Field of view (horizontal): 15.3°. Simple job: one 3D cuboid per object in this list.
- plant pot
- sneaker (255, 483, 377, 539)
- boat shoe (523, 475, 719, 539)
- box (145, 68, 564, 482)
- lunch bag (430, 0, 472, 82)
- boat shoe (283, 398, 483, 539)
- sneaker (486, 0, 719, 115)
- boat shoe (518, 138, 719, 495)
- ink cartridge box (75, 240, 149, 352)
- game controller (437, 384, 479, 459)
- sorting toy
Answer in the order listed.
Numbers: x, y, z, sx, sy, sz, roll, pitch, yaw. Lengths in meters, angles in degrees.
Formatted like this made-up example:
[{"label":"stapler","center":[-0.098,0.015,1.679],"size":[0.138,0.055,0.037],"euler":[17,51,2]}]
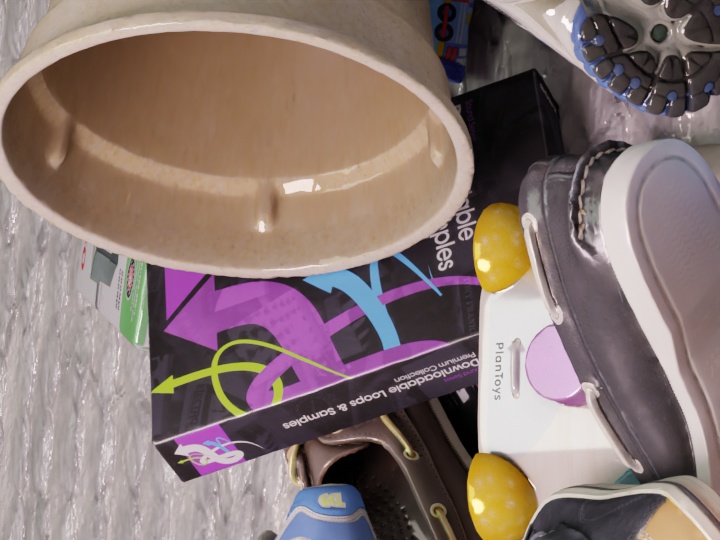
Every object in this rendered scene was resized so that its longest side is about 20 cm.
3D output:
[{"label":"plant pot","center":[-0.049,-0.124,1.136],"size":[0.200,0.200,0.184],"euler":[-43,37,52]},{"label":"sneaker","center":[-0.016,0.153,1.144],"size":[0.200,0.075,0.077],"euler":[115,154,-64]},{"label":"boat shoe","center":[0.083,0.117,0.944],"size":[0.075,0.062,0.200],"euler":[53,165,2]},{"label":"box","center":[0.000,0.000,1.189],"size":[0.199,0.036,0.143],"euler":[-19,47,13]},{"label":"lunch bag","center":[-0.012,-0.183,1.344],"size":[0.200,0.094,0.151],"euler":[-152,70,-69]},{"label":"boat shoe","center":[0.005,0.088,1.183],"size":[0.200,0.059,0.072],"euler":[51,121,30]},{"label":"sneaker","center":[0.061,-0.137,1.081],"size":[0.077,0.200,0.085],"euler":[-48,20,1]},{"label":"boat shoe","center":[0.113,0.044,0.941],"size":[0.060,0.074,0.200],"euler":[1,127,46]},{"label":"ink cartridge box","center":[-0.090,-0.037,1.439],"size":[0.200,0.084,0.147],"euler":[-154,73,-73]},{"label":"game controller","center":[0.030,0.066,1.228],"size":[0.104,0.042,0.200],"euler":[-48,60,30]},{"label":"sorting toy","center":[0.139,0.036,1.028],"size":[0.180,0.107,0.201],"euler":[-8,77,43]}]
